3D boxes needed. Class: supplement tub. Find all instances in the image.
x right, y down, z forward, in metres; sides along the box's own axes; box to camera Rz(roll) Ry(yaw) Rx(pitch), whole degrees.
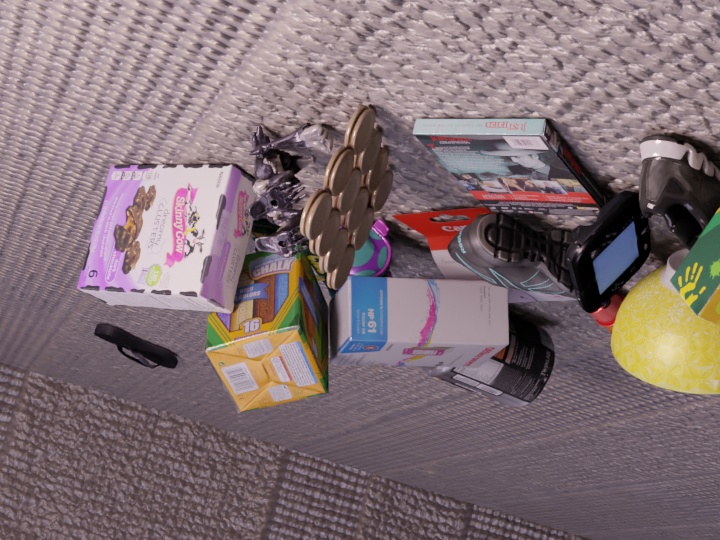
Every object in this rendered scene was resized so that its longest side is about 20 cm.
[{"bbox_3d":[0.161,0.106,1.970,0.200,0.123,0.122,24,161,-27],"label":"supplement tub"}]

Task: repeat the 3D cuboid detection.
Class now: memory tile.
[{"bbox_3d":[-0.012,-0.074,1.475,0.017,0.154,0.200,22,164,16],"label":"memory tile"}]

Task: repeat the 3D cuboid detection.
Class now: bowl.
[{"bbox_3d":[0.376,0.039,1.555,0.199,0.200,0.108,8,120,21],"label":"bowl"}]

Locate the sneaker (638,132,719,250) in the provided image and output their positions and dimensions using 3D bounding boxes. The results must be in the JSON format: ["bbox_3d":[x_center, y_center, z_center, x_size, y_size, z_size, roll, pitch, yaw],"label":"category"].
[{"bbox_3d":[0.341,-0.053,1.349,0.199,0.091,0.066,22,166,-23],"label":"sneaker"}]

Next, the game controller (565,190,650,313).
[{"bbox_3d":[0.270,-0.018,1.523,0.042,0.104,0.200,53,179,23],"label":"game controller"}]

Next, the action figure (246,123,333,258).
[{"bbox_3d":[-0.070,-0.090,1.513,0.102,0.200,0.119,-11,116,5],"label":"action figure"}]

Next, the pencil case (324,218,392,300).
[{"bbox_3d":[0.000,0.000,1.822,0.085,0.092,0.200,50,171,12],"label":"pencil case"}]

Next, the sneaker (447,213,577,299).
[{"bbox_3d":[0.190,-0.013,1.619,0.200,0.076,0.079,22,152,-27],"label":"sneaker"}]

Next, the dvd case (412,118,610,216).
[{"bbox_3d":[0.160,-0.104,1.460,0.146,0.022,0.200,4,162,32],"label":"dvd case"}]

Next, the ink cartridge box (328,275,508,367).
[{"bbox_3d":[0.070,0.065,1.741,0.199,0.085,0.145,1,165,-11],"label":"ink cartridge box"}]

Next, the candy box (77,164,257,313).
[{"bbox_3d":[-0.233,-0.041,1.734,0.199,0.168,0.071,2,162,34],"label":"candy box"}]

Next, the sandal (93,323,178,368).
[{"bbox_3d":[-0.447,0.159,2.789,0.076,0.043,0.200,-2,157,44],"label":"sandal"}]

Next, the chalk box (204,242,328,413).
[{"bbox_3d":[-0.112,0.055,1.761,0.123,0.200,0.125,-13,132,11],"label":"chalk box"}]

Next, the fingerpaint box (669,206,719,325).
[{"bbox_3d":[0.416,-0.008,1.303,0.199,0.167,0.073,21,-158,-23],"label":"fingerpaint box"}]

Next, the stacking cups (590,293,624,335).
[{"bbox_3d":[0.350,0.077,1.823,0.060,0.061,0.200,-3,156,45],"label":"stacking cups"}]

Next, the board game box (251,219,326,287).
[{"bbox_3d":[-0.080,-0.020,1.938,0.104,0.024,0.200,7,162,16],"label":"board game box"}]

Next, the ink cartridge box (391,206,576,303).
[{"bbox_3d":[0.154,-0.014,1.717,0.200,0.057,0.162,22,163,-41],"label":"ink cartridge box"}]
